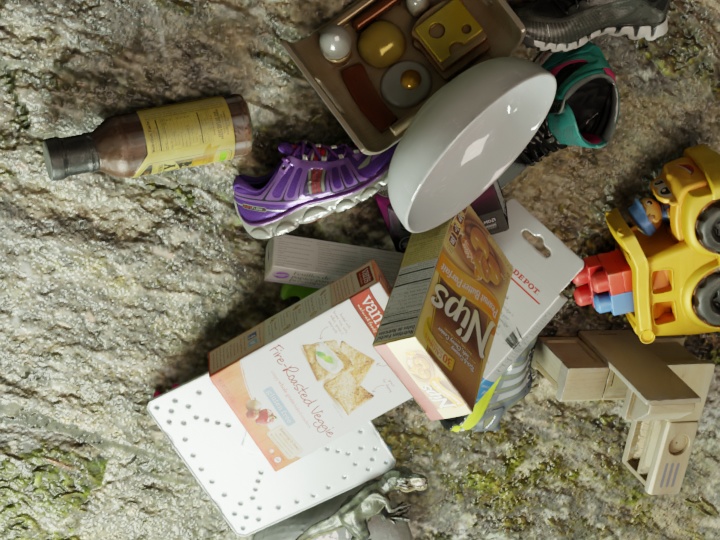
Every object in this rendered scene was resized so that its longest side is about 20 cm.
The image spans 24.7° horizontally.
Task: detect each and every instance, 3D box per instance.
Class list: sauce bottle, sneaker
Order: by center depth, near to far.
[{"bbox_3d":[-0.205,-0.124,1.583,0.198,0.065,0.065,-12,119,-16],"label":"sauce bottle"},{"bbox_3d":[-0.039,-0.099,1.633,0.199,0.081,0.084,-22,105,13],"label":"sneaker"},{"bbox_3d":[0.239,-0.279,1.688,0.199,0.067,0.091,-9,136,-24],"label":"sneaker"},{"bbox_3d":[0.198,-0.145,1.713,0.083,0.121,0.200,32,100,-32],"label":"sneaker"},{"bbox_3d":[0.165,0.099,1.858,0.081,0.074,0.201,17,113,-39],"label":"sneaker"}]

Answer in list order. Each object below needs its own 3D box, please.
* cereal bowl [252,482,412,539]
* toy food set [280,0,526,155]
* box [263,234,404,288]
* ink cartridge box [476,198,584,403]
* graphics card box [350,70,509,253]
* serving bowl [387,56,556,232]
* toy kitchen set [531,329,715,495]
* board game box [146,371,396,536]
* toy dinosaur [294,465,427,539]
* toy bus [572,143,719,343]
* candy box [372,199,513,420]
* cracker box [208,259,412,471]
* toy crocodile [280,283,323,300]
[{"bbox_3d":[-0.025,0.343,1.880,0.199,0.083,0.202,-10,117,-20],"label":"cereal bowl"},{"bbox_3d":[0.041,-0.224,1.591,0.199,0.144,0.060,-37,165,-2],"label":"toy food set"},{"bbox_3d":[0.000,0.000,1.710,0.198,0.042,0.039,8,155,-15],"label":"box"},{"bbox_3d":[0.141,0.035,1.773,0.200,0.116,0.068,-48,165,5],"label":"ink cartridge box"},{"bbox_3d":[0.066,-0.115,1.690,0.125,0.051,0.201,-16,124,10],"label":"graphics card box"},{"bbox_3d":[0.094,-0.130,1.566,0.200,0.066,0.200,-41,163,-16],"label":"serving bowl"},{"bbox_3d":[0.309,0.186,1.899,0.199,0.163,0.182,0,114,-23],"label":"toy kitchen set"},{"bbox_3d":[-0.093,0.169,1.749,0.199,0.026,0.201,-26,116,13],"label":"board game box"},{"bbox_3d":[0.003,0.272,1.794,0.199,0.048,0.088,-36,135,18],"label":"toy dinosaur"},{"bbox_3d":[0.330,-0.023,1.840,0.190,0.136,0.201,-9,117,-1],"label":"toy bus"},{"bbox_3d":[0.086,0.035,1.640,0.055,0.201,0.116,-15,128,33],"label":"candy box"},{"bbox_3d":[-0.037,0.098,1.663,0.199,0.058,0.134,-30,115,7],"label":"cracker box"},{"bbox_3d":[-0.034,0.094,1.762,0.061,0.068,0.201,-18,118,-8],"label":"toy crocodile"}]
